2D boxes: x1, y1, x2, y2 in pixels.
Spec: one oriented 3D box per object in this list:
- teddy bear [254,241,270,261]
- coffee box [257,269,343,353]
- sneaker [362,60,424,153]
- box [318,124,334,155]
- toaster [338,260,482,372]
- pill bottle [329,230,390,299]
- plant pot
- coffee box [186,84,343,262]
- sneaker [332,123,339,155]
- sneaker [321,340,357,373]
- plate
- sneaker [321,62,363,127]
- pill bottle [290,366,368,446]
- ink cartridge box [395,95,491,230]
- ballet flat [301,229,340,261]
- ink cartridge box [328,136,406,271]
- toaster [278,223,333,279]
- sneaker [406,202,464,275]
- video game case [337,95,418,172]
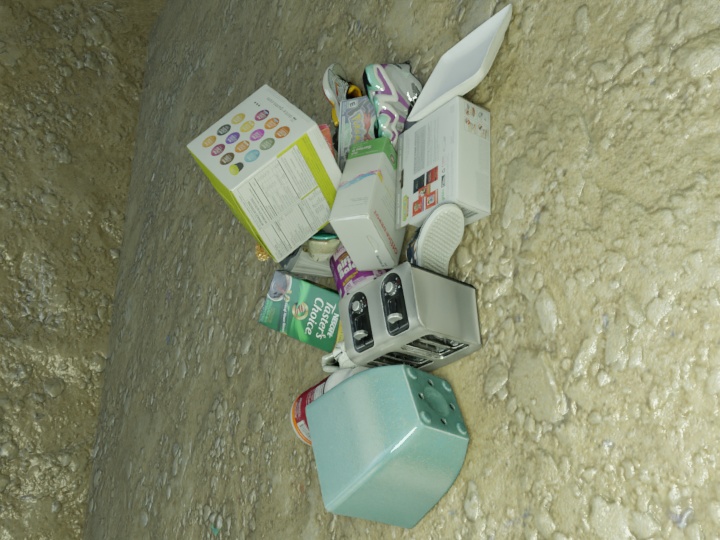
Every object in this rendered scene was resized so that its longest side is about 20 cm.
[{"bbox_3d":[-0.175,-0.098,1.629,0.199,0.066,0.147,-15,52,62],"label":"teddy bear"},{"bbox_3d":[-0.105,0.086,1.611,0.198,0.044,0.125,22,95,18],"label":"coffee box"},{"bbox_3d":[0.091,-0.313,1.512,0.078,0.138,0.203,170,88,-81],"label":"sneaker"},{"bbox_3d":[-0.103,-0.237,1.703,0.200,0.093,0.104,97,164,-84],"label":"box"},{"bbox_3d":[0.088,0.085,1.281,0.180,0.198,0.120,-29,55,40],"label":"toaster"},{"bbox_3d":[0.000,0.000,1.521,0.113,0.111,0.201,-55,37,30],"label":"pill bottle"},{"bbox_3d":[0.058,0.264,1.245,0.200,0.195,0.197,-45,41,28],"label":"plant pot"},{"bbox_3d":[-0.166,-0.181,1.453,0.197,0.201,0.200,-39,47,-9],"label":"coffee box"},{"bbox_3d":[-0.004,-0.244,1.653,0.076,0.088,0.203,-18,63,31],"label":"sneaker"},{"bbox_3d":[-0.001,0.156,1.487,0.200,0.080,0.076,-41,42,41],"label":"sneaker"},{"bbox_3d":[0.185,-0.365,1.399,0.199,0.032,0.201,-27,31,52],"label":"plate"},{"bbox_3d":[-0.029,-0.407,1.797,0.082,0.077,0.202,-42,52,36],"label":"sneaker"},{"bbox_3d":[-0.041,0.255,1.475,0.200,0.112,0.114,-37,47,45],"label":"pill bottle"},{"bbox_3d":[0.145,-0.176,1.386,0.175,0.083,0.203,-23,57,52],"label":"ink cartridge box"},{"bbox_3d":[-0.078,-0.047,1.525,0.200,0.066,0.063,-145,52,-74],"label":"ballet flat"},{"bbox_3d":[0.025,-0.122,1.437,0.086,0.146,0.202,-8,48,24],"label":"ink cartridge box"},{"bbox_3d":[-0.093,-0.079,1.692,0.114,0.128,0.202,47,118,54],"label":"toaster"},{"bbox_3d":[0.121,-0.046,1.331,0.080,0.077,0.202,-111,24,-45],"label":"sneaker"},{"bbox_3d":[0.039,-0.270,1.571,0.180,0.023,0.203,-7,66,21],"label":"video game case"}]
